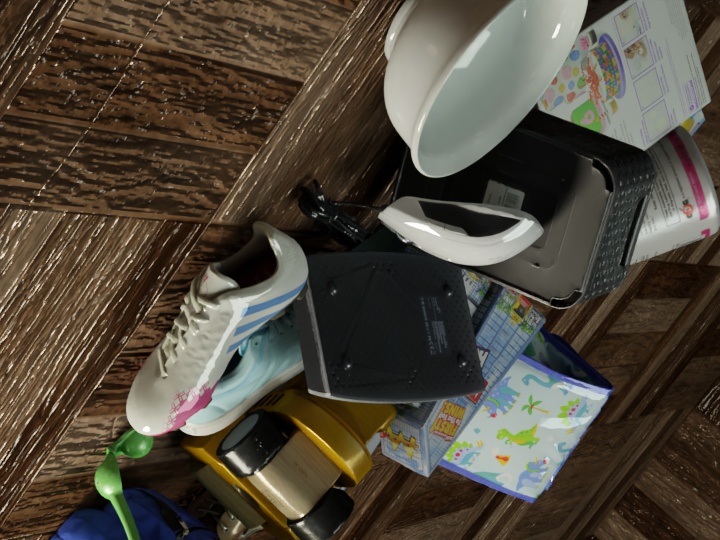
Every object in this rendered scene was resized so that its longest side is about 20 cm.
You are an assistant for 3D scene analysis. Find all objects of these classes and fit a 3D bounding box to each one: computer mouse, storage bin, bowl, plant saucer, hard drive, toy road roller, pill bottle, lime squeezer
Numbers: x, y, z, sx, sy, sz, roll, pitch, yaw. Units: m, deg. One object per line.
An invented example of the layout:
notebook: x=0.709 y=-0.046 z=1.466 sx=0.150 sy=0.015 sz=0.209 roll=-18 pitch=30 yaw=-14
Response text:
computer mouse: x=0.052 y=-0.033 z=1.546 sx=0.110 sy=0.200 sz=0.044 roll=55 pitch=44 yaw=-70
storage bin: x=0.139 y=-0.065 z=1.613 sx=0.094 sy=0.200 sz=0.135 roll=-14 pitch=124 yaw=-57
bowl: x=0.083 y=-0.180 z=1.476 sx=0.201 sy=0.090 sz=0.201 roll=-42 pitch=160 yaw=-19
plant saucer: x=0.000 y=0.000 z=1.738 sx=0.200 sy=0.019 sz=0.070 roll=-36 pitch=156 yaw=-31
hard drive: x=0.022 y=0.052 z=1.607 sx=0.042 sy=0.135 sz=0.200 roll=-22 pitch=164 yaw=41
toy road roller: x=-0.056 y=0.152 z=1.645 sx=0.146 sy=0.123 sz=0.200 roll=-48 pitch=-167 yaw=-20
pill bottle: x=0.233 y=-0.056 z=1.782 sx=0.200 sy=0.113 sz=0.113 roll=-20 pitch=157 yaw=-1
lime squeezer: x=-0.184 y=0.161 z=1.579 sx=0.038 sy=0.071 sz=0.200 roll=76 pitch=25 yaw=-47

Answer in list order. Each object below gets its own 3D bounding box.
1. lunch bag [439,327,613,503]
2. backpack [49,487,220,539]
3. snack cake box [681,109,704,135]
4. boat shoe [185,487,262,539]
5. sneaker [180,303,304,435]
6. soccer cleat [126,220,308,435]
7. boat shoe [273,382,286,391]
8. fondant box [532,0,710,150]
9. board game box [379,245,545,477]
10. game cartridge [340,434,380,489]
lunch bag: x=0.152 y=0.140 z=2.029 sx=0.170 sy=0.200 sz=0.127 roll=-59 pitch=178 yaw=24
backpack: x=-0.180 y=0.303 z=1.639 sx=0.168 sy=0.200 sz=0.163 roll=-49 pitch=160 yaw=0
snack cake box: x=0.241 y=-0.119 z=1.887 sx=0.200 sy=0.115 sz=0.067 roll=-51 pitch=161 yaw=2
boat shoe: x=-0.137 y=0.238 z=1.813 sx=0.200 sy=0.076 sz=0.072 roll=-42 pitch=158 yaw=-45
sneaker: x=-0.084 y=0.056 z=1.581 sx=0.200 sy=0.074 sz=0.082 roll=-46 pitch=157 yaw=-22
soccer cleat: x=-0.126 y=0.042 z=1.493 sx=0.200 sy=0.070 sz=0.086 roll=-48 pitch=145 yaw=-10
boat shoe: x=-0.070 y=0.133 z=1.762 sx=0.201 sy=0.072 sz=0.061 roll=-46 pitch=168 yaw=3
fondant box: x=0.225 y=-0.174 z=1.718 sx=0.200 sy=0.058 sz=0.144 roll=-36 pitch=120 yaw=-26
board game box: x=0.071 y=0.085 z=1.764 sx=0.200 sy=0.062 sz=0.200 roll=-60 pitch=145 yaw=-8
game cartridge: x=-0.029 y=0.184 z=1.966 sx=0.133 sy=0.040 sz=0.200 roll=-1 pitch=130 yaw=-52
